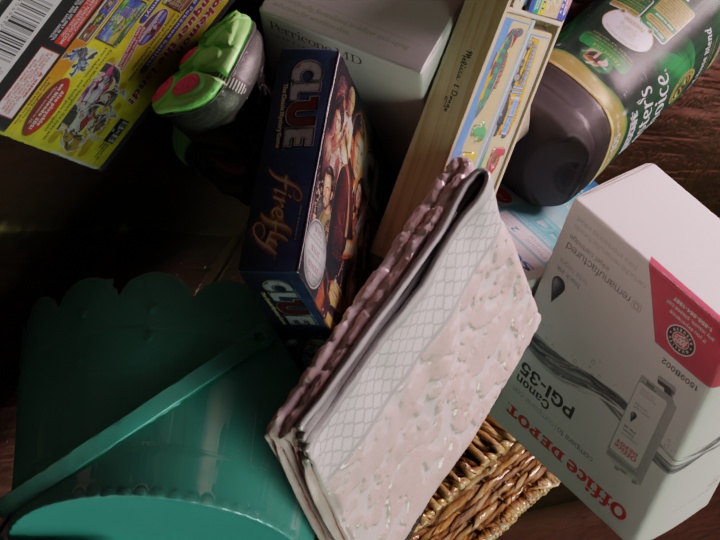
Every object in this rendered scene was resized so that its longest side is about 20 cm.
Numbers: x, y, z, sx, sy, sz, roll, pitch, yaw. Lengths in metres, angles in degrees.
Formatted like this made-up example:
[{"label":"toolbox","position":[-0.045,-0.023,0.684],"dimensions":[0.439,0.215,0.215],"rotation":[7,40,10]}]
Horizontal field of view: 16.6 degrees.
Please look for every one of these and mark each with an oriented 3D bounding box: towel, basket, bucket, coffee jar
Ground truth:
[{"label":"towel","position":[0.031,0.060,1.380],"dimensions":[0.200,0.032,0.191],"rotation":[-55,153,-19]},{"label":"basket","position":[0.069,0.111,1.844],"dimensions":[0.200,0.149,0.143],"rotation":[-38,155,-17]},{"label":"bucket","position":[-0.112,0.105,1.436],"dimensions":[0.207,0.207,0.135],"rotation":[83,10,-60]},{"label":"coffee jar","position":[0.168,-0.132,1.673],"dimensions":[0.200,0.085,0.104],"rotation":[-42,166,-31]}]

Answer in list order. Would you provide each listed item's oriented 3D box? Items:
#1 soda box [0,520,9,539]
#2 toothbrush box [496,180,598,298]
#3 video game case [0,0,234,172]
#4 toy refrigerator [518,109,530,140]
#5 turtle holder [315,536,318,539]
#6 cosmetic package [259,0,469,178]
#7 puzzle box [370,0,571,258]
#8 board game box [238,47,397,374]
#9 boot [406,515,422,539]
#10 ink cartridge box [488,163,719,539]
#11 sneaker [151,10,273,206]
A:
[{"label":"soda box","position":[-0.167,0.193,1.683],"dimensions":[0.068,0.064,0.200],"rotation":[-55,154,18]},{"label":"toothbrush box","position":[0.091,-0.018,1.685],"dimensions":[0.200,0.146,0.085],"rotation":[-12,138,-51]},{"label":"video game case","position":[-0.126,-0.150,1.268],"dimensions":[0.200,0.025,0.181],"rotation":[-52,156,8]},{"label":"toy refrigerator","position":[0.058,-0.145,1.518],"dimensions":[0.070,0.076,0.200],"rotation":[-37,155,-20]},{"label":"turtle holder","position":[-0.053,0.122,1.677],"dimensions":[0.185,0.132,0.141],"rotation":[-6,133,-56]},{"label":"cosmetic package","position":[0.012,-0.109,1.440],"dimensions":[0.085,0.107,0.200],"rotation":[-60,161,-23]},{"label":"puzzle box","position":[0.070,-0.098,1.404],"dimensions":[0.200,0.025,0.133],"rotation":[-69,164,9]},{"label":"board game box","position":[-0.013,-0.013,1.363],"dimensions":[0.200,0.035,0.136],"rotation":[62,33,-59]},{"label":"boot","position":[0.002,0.197,1.680],"dimensions":[0.200,0.064,0.186],"rotation":[-57,-178,-15]},{"label":"ink cartridge box","position":[0.182,0.057,1.589],"dimensions":[0.083,0.146,0.200],"rotation":[-24,146,-39]},{"label":"sneaker","position":[-0.061,-0.084,1.359],"dimensions":[0.077,0.084,0.200],"rotation":[-50,173,-5]}]
